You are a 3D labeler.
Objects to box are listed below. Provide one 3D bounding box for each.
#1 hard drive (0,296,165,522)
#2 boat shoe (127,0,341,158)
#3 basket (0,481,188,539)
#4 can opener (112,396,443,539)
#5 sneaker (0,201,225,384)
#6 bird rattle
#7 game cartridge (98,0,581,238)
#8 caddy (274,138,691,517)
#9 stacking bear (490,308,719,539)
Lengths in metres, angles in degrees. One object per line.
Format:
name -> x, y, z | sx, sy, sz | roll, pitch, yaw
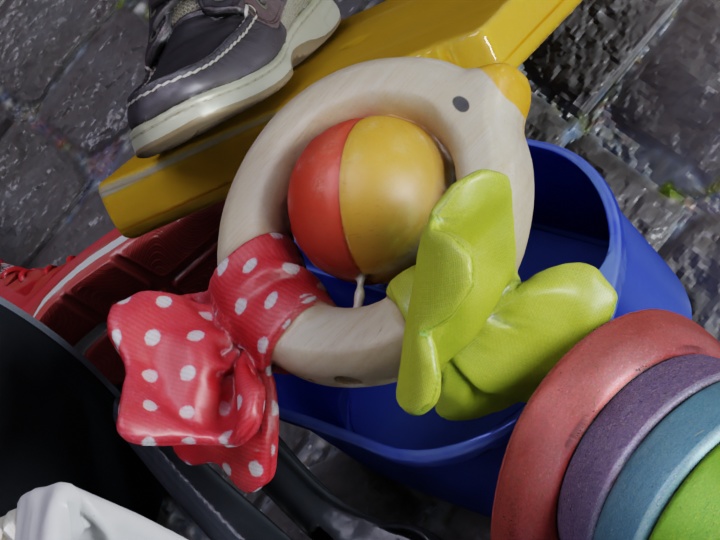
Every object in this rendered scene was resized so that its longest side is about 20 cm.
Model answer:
hard drive -> -0.146, 0.089, 1.075 | 0.042, 0.200, 0.135 | 2, 63, 28
boat shoe -> -0.062, -0.104, 1.105 | 0.072, 0.065, 0.200 | -22, 13, 23
basket -> -0.114, 0.205, 0.969 | 0.123, 0.135, 0.201 | -26, 49, 31
can opener -> -0.027, 0.103, 1.006 | 0.200, 0.079, 0.063 | 36, 64, 27
sneaker -> -0.147, 0.007, 1.220 | 0.200, 0.078, 0.116 | -38, 45, 11
bird rattle -> 0.000, 0.000, 0.962 | 0.199, 0.113, 0.164 | -10, 60, 38
game cartridge -> 0.004, -0.086, 1.122 | 0.199, 0.033, 0.176 | -19, 15, 30
caddy -> 0.033, 0.015, 1.036 | 0.200, 0.105, 0.142 | 16, 72, 46
stacking bear -> 0.149, 0.106, 0.873 | 0.121, 0.114, 0.200 | -39, 49, -18
